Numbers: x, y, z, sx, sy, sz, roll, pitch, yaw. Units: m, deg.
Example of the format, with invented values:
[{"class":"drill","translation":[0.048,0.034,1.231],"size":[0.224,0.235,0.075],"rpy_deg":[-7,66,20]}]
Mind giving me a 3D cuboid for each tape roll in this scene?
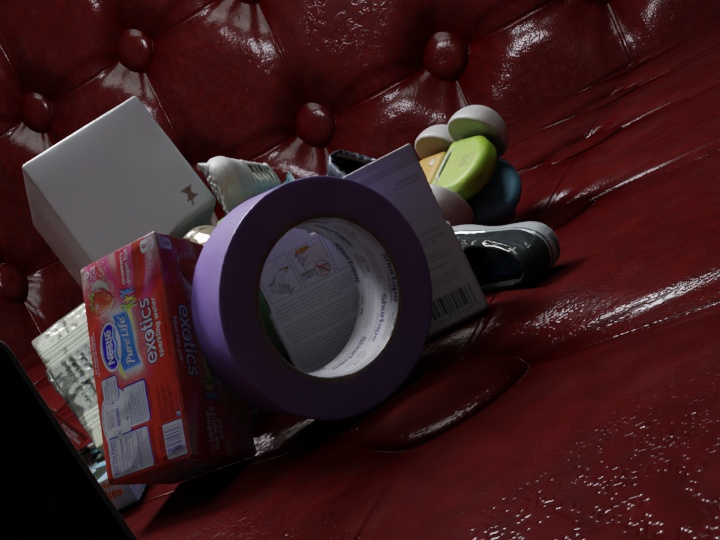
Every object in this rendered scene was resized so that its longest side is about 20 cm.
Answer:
[{"class":"tape roll","translation":[-0.041,0.025,0.833],"size":[0.198,0.203,0.085],"rpy_deg":[-30,10,-24]}]

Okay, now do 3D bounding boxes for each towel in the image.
[{"class":"towel","translation":[-0.238,0.080,1.035],"size":[0.199,0.035,0.192],"rpy_deg":[-37,53,-13]}]

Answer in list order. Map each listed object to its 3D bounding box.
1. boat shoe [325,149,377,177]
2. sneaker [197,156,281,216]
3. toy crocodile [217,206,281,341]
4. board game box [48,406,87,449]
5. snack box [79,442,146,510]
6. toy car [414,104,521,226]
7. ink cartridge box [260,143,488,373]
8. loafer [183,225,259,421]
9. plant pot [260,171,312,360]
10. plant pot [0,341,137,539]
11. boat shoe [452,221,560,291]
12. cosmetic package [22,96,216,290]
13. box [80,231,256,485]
[{"class":"boat shoe","translation":[0.036,-0.065,1.145],"size":[0.071,0.198,0.092],"rpy_deg":[-48,-21,-40]},{"class":"sneaker","translation":[-0.140,-0.105,1.168],"size":[0.079,0.077,0.200],"rpy_deg":[-28,-7,-1]},{"class":"toy crocodile","translation":[-0.075,0.018,1.005],"size":[0.067,0.201,0.062],"rpy_deg":[-35,8,38]},{"class":"board game box","translation":[-0.342,0.157,1.038],"size":[0.020,0.102,0.200],"rpy_deg":[-54,8,-18]},{"class":"snack box","translation":[-0.266,0.210,0.982],"size":[0.115,0.038,0.200],"rpy_deg":[-27,8,1]},{"class":"toy car","translation":[0.133,-0.101,1.255],"size":[0.177,0.149,0.199],"rpy_deg":[-62,18,-21]},{"class":"ink cartridge box","translation":[0.000,0.000,0.935],"size":[0.197,0.176,0.044],"rpy_deg":[-26,4,5]},{"class":"loafer","translation":[-0.134,0.055,0.946],"size":[0.075,0.204,0.068],"rpy_deg":[-14,3,-27]},{"class":"plant pot","translation":[-0.107,0.023,1.138],"size":[0.194,0.202,0.200],"rpy_deg":[-34,9,-2]},{"class":"plant pot","translation":[-0.299,0.204,0.651],"size":[0.177,0.201,0.199],"rpy_deg":[-34,1,43]},{"class":"boat shoe","translation":[0.119,-0.010,1.005],"size":[0.056,0.070,0.199],"rpy_deg":[-33,12,-35]},{"class":"cosmetic package","translation":[-0.298,-0.070,1.195],"size":[0.166,0.167,0.200],"rpy_deg":[-37,-5,-22]},{"class":"box","translation":[-0.173,0.081,0.862],"size":[0.098,0.204,0.095],"rpy_deg":[-22,-20,26]}]
